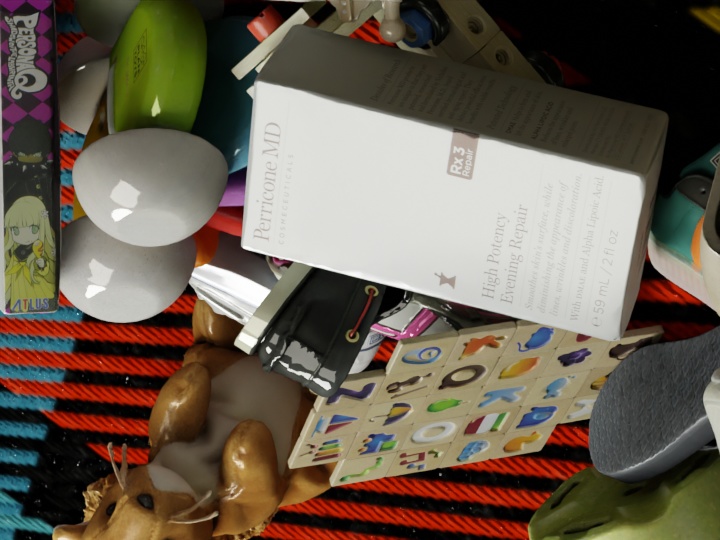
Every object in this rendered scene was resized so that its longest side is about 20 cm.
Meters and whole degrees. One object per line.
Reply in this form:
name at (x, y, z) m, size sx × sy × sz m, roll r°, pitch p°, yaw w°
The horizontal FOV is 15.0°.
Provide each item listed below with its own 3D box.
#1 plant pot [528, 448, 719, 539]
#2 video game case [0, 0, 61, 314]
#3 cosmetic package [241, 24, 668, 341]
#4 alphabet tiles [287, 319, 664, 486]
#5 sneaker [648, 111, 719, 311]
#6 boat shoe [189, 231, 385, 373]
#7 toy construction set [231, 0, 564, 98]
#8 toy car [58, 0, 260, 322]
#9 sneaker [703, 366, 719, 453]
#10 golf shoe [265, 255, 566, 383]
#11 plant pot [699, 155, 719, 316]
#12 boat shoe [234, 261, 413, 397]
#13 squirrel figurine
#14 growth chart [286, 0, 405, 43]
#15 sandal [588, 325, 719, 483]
plant pot at (0.191, 0.192, 1.525) m, size 0.200 × 0.200 × 0.185 m, roll -15°, pitch 108°, yaw 50°
video game case at (-0.205, -0.081, 1.546) m, size 0.200 × 0.036 × 0.182 m, roll -150°, pitch 59°, yaw -70°
cosmetic package at (0.045, -0.044, 1.351) m, size 0.199 × 0.074 × 0.102 m, roll 12°, pitch 122°, yaw 10°
alphabet tiles at (0.063, 0.070, 1.511) m, size 0.167 × 0.199 × 0.006 m, roll 114°, pitch 143°, yaw -56°
sneaker at (0.194, -0.022, 1.322) m, size 0.200 × 0.071 × 0.080 m, roll 30°, pitch 142°, yaw 57°
boat shoe at (-0.075, 0.000, 1.635) m, size 0.200 × 0.074 × 0.065 m, roll 34°, pitch 142°, yaw 11°
toy construction set at (0.036, -0.089, 1.427) m, size 0.200 × 0.092 × 0.131 m, roll 36°, pitch 148°, yaw -13°
toy car at (-0.093, -0.074, 1.520) m, size 0.149 × 0.176 × 0.200 m, roll 5°, pitch 148°, yaw -14°
sneaker at (0.220, 0.140, 1.388) m, size 0.201 × 0.081 × 0.075 m, roll 61°, pitch 162°, yaw -19°
golf shoe at (0.034, 0.019, 1.556) m, size 0.199 × 0.073 × 0.092 m, roll 15°, pitch 141°, yaw 31°
plant pot at (0.248, -0.042, 1.165) m, size 0.199 × 0.201 × 0.177 m, roll 16°, pitch 160°, yaw 3°
boat shoe at (-0.001, 0.002, 1.463) m, size 0.063 × 0.201 × 0.074 m, roll 34°, pitch 124°, yaw 1°
squirrel figurine at (-0.106, 0.145, 1.726) m, size 0.141 × 0.187 × 0.200 m, roll 35°, pitch 146°, yaw 5°
growth chart at (-0.055, -0.200, 1.386) m, size 0.199 × 0.018 × 0.146 m, roll 13°, pitch 104°, yaw 35°
sandal at (0.191, 0.067, 1.458) m, size 0.043 × 0.076 × 0.200 m, roll 25°, pitch 147°, yaw -25°
